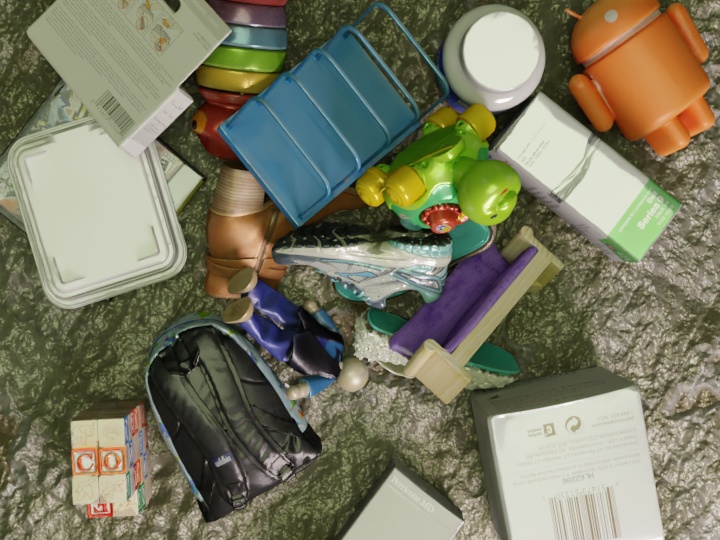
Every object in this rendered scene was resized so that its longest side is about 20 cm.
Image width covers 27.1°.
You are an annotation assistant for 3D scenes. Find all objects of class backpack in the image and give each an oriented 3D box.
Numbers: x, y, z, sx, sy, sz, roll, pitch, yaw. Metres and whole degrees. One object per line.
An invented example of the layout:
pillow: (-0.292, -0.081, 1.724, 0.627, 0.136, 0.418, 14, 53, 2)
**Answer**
backpack: (-0.159, 0.146, 1.663, 0.162, 0.154, 0.201, -33, 113, 5)

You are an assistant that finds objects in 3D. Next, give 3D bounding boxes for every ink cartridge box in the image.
ink cartridge box: (-0.249, -0.254, 1.640, 0.176, 0.045, 0.200, -44, 66, 5)
ink cartridge box: (0.241, -0.102, 1.652, 0.199, 0.146, 0.084, 38, 91, -2)

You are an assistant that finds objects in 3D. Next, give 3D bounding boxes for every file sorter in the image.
file sorter: (-0.025, -0.171, 1.597, 0.200, 0.123, 0.139, -41, 93, -25)

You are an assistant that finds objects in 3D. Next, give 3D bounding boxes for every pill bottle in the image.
pill bottle: (0.140, -0.227, 1.619, 0.110, 0.200, 0.114, 0, 91, -1)

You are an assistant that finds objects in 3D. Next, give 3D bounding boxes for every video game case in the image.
video game case: (-0.307, -0.098, 1.700, 0.199, 0.026, 0.181, 39, 91, -2)

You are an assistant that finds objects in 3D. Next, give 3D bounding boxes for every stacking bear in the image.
stacking bear: (-0.140, -0.223, 1.662, 0.113, 0.121, 0.203, -1, 105, -37)

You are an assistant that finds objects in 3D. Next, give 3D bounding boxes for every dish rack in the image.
dish rack: (-0.298, -0.071, 1.667, 0.170, 0.044, 0.203, -17, 90, 0)

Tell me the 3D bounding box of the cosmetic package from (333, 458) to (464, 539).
cosmetic package: (0.021, 0.325, 1.690, 0.106, 0.090, 0.201, 35, 94, 1)

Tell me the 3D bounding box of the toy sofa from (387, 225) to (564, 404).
toy sofa: (0.125, 0.039, 1.645, 0.097, 0.083, 0.200, 42, 63, 3)

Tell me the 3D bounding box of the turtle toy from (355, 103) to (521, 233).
turtle toy: (0.094, -0.095, 1.569, 0.145, 0.200, 0.102, -41, 108, -16)

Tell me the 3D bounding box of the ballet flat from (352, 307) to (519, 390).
ballet flat: (0.081, 0.098, 1.699, 0.198, 0.072, 0.073, 20, 91, -8)

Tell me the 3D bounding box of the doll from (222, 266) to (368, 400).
doll: (-0.067, 0.082, 1.662, 0.048, 0.138, 0.199, -26, 133, 35)

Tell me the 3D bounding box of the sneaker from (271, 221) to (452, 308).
sneaker: (0.000, 0.000, 1.624, 0.197, 0.078, 0.087, 3, 110, 5)

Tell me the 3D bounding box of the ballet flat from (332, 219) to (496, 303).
ballet flat: (0.064, -0.016, 1.686, 0.198, 0.067, 0.069, -19, 100, 13)

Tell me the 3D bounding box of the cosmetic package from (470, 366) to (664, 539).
cosmetic package: (0.220, 0.210, 1.633, 0.165, 0.200, 0.169, -11, 92, -1)

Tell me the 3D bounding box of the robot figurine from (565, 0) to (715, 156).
robot figurine: (0.310, -0.226, 1.665, 0.143, 0.117, 0.201, -33, 92, 24)

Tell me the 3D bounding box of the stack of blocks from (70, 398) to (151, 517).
stack of blocks: (-0.269, 0.207, 1.622, 0.058, 0.200, 0.117, -3, 91, -2)

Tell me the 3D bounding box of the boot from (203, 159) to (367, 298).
boot: (-0.084, -0.042, 1.687, 0.197, 0.074, 0.157, 3, 110, -23)
